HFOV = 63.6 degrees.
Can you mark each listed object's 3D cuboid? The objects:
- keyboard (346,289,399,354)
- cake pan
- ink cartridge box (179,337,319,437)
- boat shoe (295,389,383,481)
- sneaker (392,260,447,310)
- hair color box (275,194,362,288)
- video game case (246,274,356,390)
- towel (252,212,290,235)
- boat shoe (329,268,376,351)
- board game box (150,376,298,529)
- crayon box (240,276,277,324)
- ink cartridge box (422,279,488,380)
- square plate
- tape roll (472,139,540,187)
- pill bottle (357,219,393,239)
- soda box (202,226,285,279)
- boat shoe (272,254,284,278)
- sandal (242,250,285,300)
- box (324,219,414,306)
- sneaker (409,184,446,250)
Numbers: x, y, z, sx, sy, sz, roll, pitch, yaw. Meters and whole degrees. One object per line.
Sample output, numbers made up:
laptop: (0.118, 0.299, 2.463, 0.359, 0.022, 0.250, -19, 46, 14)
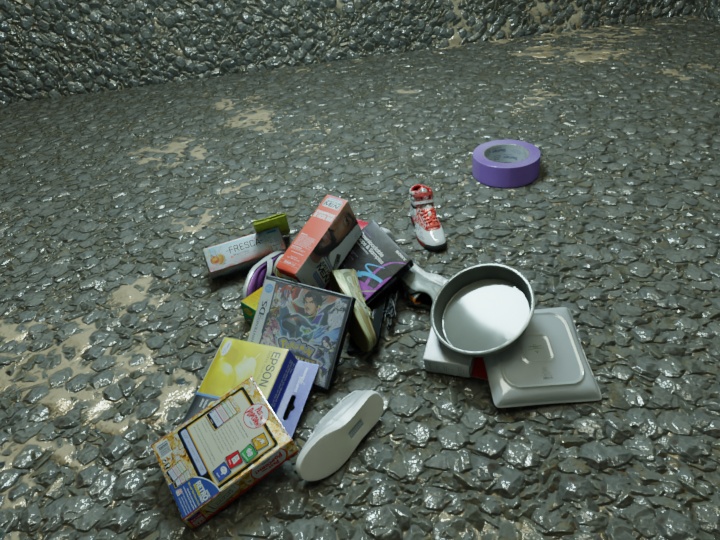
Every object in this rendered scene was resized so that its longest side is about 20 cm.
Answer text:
keyboard: (0.035, 0.107, 1.246, 0.103, 0.040, 0.201, -20, 31, 24)
cake pan: (0.230, 0.077, 1.091, 0.197, 0.037, 0.203, -17, 47, 19)
ink cartridge box: (-0.200, 0.227, 1.059, 0.196, 0.047, 0.200, 5, 50, 19)
boat shoe: (-0.044, 0.272, 0.989, 0.068, 0.073, 0.200, 0, 36, 48)
sneaker: (0.114, 0.032, 1.293, 0.198, 0.075, 0.079, 23, 50, 35)
hair color box: (-0.084, -0.047, 1.242, 0.063, 0.111, 0.201, 19, 65, 31)
video game case: (-0.124, 0.118, 1.143, 0.197, 0.025, 0.184, 13, 81, 21)
towel: (-0.224, -0.111, 1.478, 0.085, 0.018, 0.200, -19, -7, -7)
boat shoe: (-0.005, 0.074, 1.188, 0.062, 0.074, 0.202, -11, 46, -21)
board game box: (-0.223, 0.291, 0.952, 0.198, 0.047, 0.152, -33, 51, -15)
crayon box: (-0.152, 0.094, 1.259, 0.198, 0.059, 0.118, 25, 46, 36)
ink cartridge box: (0.229, 0.115, 1.139, 0.173, 0.045, 0.202, 6, 52, 19)
square plate: (0.323, 0.150, 1.071, 0.196, 0.029, 0.200, -3, 51, -4)
tape roll: (0.437, -0.324, 1.746, 0.196, 0.067, 0.201, -5, 36, 3)
pill bottle: (-0.028, -0.072, 1.411, 0.197, 0.114, 0.112, 20, 42, 24)
soda box: (-0.288, -0.044, 1.450, 0.197, 0.068, 0.064, -18, 78, -17)
boat shoe: (-0.129, -0.006, 1.345, 0.062, 0.076, 0.199, 25, 12, 18)
sandal: (-0.214, 0.013, 1.361, 0.049, 0.084, 0.203, 3, 35, 20)
box: (0.000, 0.000, 1.285, 0.199, 0.036, 0.143, -41, 63, -7)
sneaker: (0.169, -0.144, 1.499, 0.066, 0.109, 0.202, -10, 35, -6)
